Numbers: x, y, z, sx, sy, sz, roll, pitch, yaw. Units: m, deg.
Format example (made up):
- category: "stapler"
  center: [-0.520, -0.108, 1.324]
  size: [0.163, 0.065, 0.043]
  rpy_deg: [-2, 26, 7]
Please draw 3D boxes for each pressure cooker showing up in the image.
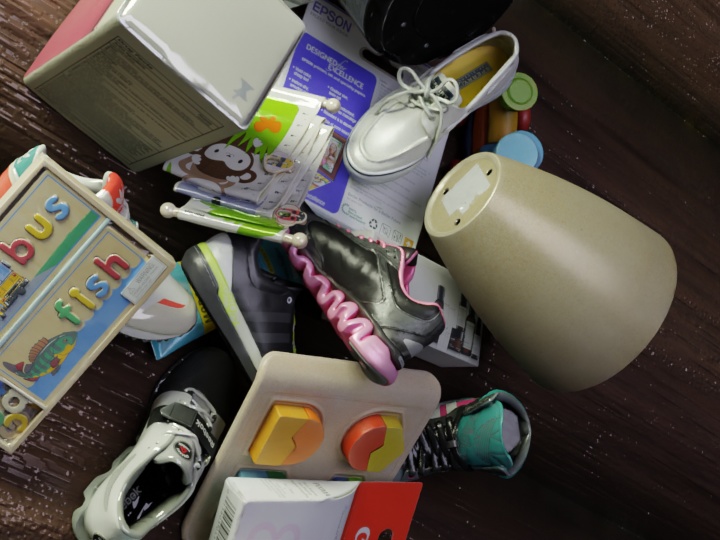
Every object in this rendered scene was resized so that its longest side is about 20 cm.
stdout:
- category: "pressure cooker"
  center: [0.038, -0.316, 1.103]
  size: [0.178, 0.176, 0.200]
  rpy_deg: [6, 44, -55]

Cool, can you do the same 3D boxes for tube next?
- category: "tube"
  center: [-0.108, 0.009, 1.061]
  size: [0.200, 0.050, 0.078]
  rpy_deg: [-22, 86, -29]

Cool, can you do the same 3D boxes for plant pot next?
- category: "plant pot"
  center: [0.160, -0.017, 1.118]
  size: [0.200, 0.187, 0.188]
  rpy_deg: [37, 64, -28]

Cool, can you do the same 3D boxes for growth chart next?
- category: "growth chart"
  center: [-0.096, -0.100, 1.021]
  size: [0.144, 0.018, 0.200]
  rpy_deg: [9, 48, 5]

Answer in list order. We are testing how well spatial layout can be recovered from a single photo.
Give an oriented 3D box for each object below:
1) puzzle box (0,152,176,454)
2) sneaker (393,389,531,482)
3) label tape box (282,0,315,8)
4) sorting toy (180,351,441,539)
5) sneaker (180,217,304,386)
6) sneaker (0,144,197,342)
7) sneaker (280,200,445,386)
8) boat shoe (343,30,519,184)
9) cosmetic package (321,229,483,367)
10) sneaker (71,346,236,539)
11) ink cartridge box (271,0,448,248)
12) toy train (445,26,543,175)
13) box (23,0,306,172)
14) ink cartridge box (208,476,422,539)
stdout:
- category: "puzzle box"
  center: [-0.254, 0.027, 0.906]
  size: [0.133, 0.025, 0.200]
  rpy_deg: [40, 92, -23]
- category: "sneaker"
  center: [0.086, 0.163, 1.123]
  size: [0.200, 0.121, 0.084]
  rpy_deg: [-12, 90, -35]
- category: "label tape box"
  center: [-0.069, -0.306, 1.035]
  size: [0.063, 0.199, 0.145]
  rpy_deg: [1, 82, -63]
- category: "sorting toy"
  center: [-0.039, 0.169, 1.026]
  size: [0.185, 0.036, 0.200]
  rpy_deg: [10, 115, -33]
- category: "sneaker"
  center: [-0.075, 0.047, 1.014]
  size: [0.083, 0.072, 0.200]
  rpy_deg: [-32, 116, -11]
- category: "sneaker"
  center: [-0.201, -0.022, 0.947]
  size: [0.200, 0.093, 0.070]
  rpy_deg: [35, 27, -17]
- category: "sneaker"
  center: [0.000, 0.000, 1.007]
  size: [0.095, 0.079, 0.200]
  rpy_deg: [-35, 63, -3]
- category: "boat shoe"
  center: [0.070, -0.157, 1.097]
  size: [0.202, 0.086, 0.075]
  rpy_deg: [-34, 80, -13]
- category: "cosmetic package"
  center: [0.047, 0.030, 1.125]
  size: [0.200, 0.051, 0.083]
  rpy_deg: [25, 67, -50]
- category: "sneaker"
  center: [-0.149, 0.146, 0.982]
  size: [0.074, 0.088, 0.200]
  rpy_deg: [42, 59, -21]
- category: "ink cartridge box"
  center: [-0.006, -0.133, 1.150]
  size: [0.198, 0.043, 0.201]
  rpy_deg: [28, 70, -29]
- category: "toy train"
  center: [0.144, -0.173, 1.206]
  size: [0.084, 0.116, 0.201]
  rpy_deg: [6, 79, -12]
- category: "box"
  center: [-0.160, -0.172, 0.951]
  size: [0.128, 0.200, 0.109]
  rpy_deg: [40, 63, -25]
- category: "ink cartridge box"
  center: [-0.040, 0.258, 1.020]
  size: [0.199, 0.057, 0.163]
  rpy_deg: [9, 106, -27]
